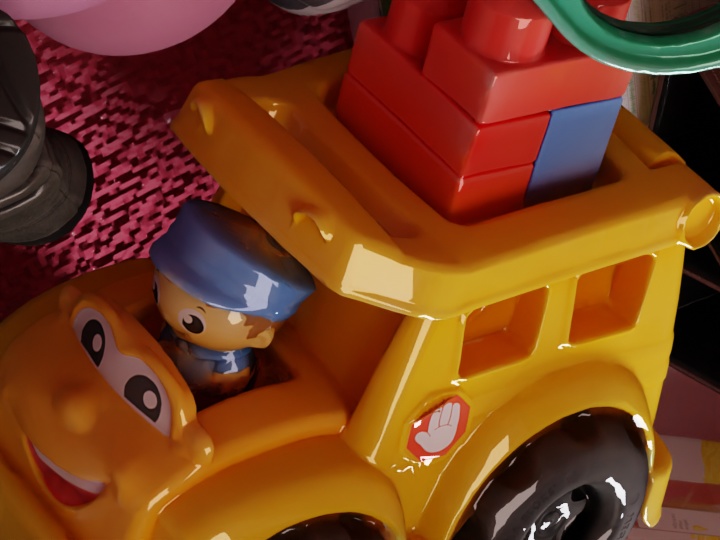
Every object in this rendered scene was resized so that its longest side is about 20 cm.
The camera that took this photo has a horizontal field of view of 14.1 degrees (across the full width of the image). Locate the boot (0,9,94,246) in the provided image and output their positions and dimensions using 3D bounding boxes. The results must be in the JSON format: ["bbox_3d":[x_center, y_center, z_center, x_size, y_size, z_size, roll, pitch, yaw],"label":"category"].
[{"bbox_3d":[-0.170,-0.045,0.742,0.199,0.068,0.131,15,170,0],"label":"boot"}]

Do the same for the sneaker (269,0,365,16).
[{"bbox_3d":[0.015,-0.168,0.766,0.200,0.078,0.112,-51,132,3],"label":"sneaker"}]

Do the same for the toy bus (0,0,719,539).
[{"bbox_3d":[0.000,0.000,0.791,0.200,0.136,0.192,-16,137,-34],"label":"toy bus"}]

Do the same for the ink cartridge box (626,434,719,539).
[{"bbox_3d":[0.100,0.135,1.022,0.199,0.084,0.145,7,128,-3],"label":"ink cartridge box"}]

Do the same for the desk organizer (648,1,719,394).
[{"bbox_3d":[0.136,-0.014,0.932,0.077,0.072,0.200,-21,153,-13],"label":"desk organizer"}]

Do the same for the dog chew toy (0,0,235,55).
[{"bbox_3d":[-0.086,-0.118,0.709,0.124,0.125,0.200,-38,146,4],"label":"dog chew toy"}]

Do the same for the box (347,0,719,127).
[{"bbox_3d":[0.091,-0.096,0.899,0.200,0.036,0.145,-24,138,-13],"label":"box"}]

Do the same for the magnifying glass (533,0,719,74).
[{"bbox_3d":[0.036,-0.096,0.690,0.200,0.022,0.080,16,124,-31],"label":"magnifying glass"}]
